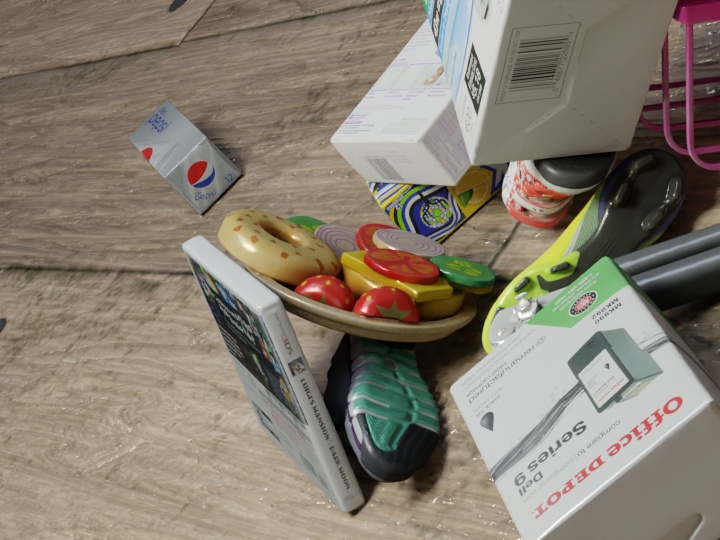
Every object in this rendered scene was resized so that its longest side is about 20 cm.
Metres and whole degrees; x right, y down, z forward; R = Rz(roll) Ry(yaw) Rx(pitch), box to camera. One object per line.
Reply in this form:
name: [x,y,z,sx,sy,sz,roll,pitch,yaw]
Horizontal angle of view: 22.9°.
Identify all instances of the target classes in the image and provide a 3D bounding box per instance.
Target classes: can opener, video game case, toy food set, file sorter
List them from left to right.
video game case: [-0.070,0.076,1.384,0.023,0.183,0.200,-27,23,-13]
toy food set: [0.000,0.000,1.406,0.199,0.197,0.049,27,111,36]
can opener: [0.181,0.023,1.241,0.199,0.067,0.053,-24,33,19]
file sorter: [0.260,-0.164,1.282,0.138,0.126,0.200,-9,24,-10]

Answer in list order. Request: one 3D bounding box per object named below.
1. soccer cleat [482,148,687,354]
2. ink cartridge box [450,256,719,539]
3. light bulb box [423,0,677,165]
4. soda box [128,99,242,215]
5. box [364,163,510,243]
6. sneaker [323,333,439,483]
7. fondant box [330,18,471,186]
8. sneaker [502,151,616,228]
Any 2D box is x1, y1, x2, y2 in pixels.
soccer cleat: [0.168,-0.006,1.315,0.200,0.065,0.084,-48,-4,1]
ink cartridge box: [0.156,0.101,1.123,0.146,0.084,0.200,-41,26,8]
light bulb box: [0.126,-0.215,1.240,0.124,0.199,0.201,-6,54,-12]
soda box: [-0.201,-0.130,2.008,0.068,0.063,0.200,-45,26,-1]
box: [0.103,-0.110,1.537,0.200,0.064,0.070,-42,25,6]
sneaker: [0.009,0.113,1.365,0.088,0.074,0.201,-60,17,28]
fondant box: [0.083,-0.164,1.509,0.200,0.058,0.144,-53,27,-16]
sneaker: [0.151,-0.072,1.363,0.202,0.067,0.109,-87,7,-63]
